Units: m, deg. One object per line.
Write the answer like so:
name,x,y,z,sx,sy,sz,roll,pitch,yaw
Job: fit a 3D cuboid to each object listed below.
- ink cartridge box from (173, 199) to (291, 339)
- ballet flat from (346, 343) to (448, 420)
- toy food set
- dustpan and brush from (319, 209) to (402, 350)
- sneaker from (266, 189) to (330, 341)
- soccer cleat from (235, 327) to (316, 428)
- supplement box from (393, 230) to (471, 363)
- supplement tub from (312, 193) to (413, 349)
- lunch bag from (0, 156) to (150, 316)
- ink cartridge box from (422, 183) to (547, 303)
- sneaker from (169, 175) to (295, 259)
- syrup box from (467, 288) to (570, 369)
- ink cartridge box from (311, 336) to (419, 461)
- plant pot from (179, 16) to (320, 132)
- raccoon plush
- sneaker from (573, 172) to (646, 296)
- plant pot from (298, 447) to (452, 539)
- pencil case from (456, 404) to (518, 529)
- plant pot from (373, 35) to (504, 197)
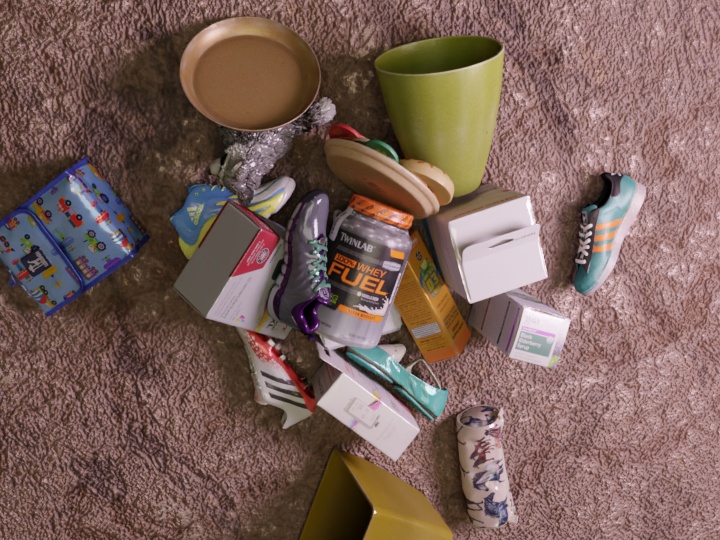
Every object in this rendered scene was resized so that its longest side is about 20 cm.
ink cartridge box,-0.147,0.005,1.174,0.082,0.199,0.147,36,96,30
ballet flat,0.065,0.160,1.316,0.199,0.067,0.071,39,78,-17
toy food set,0.032,-0.141,1.178,0.196,0.200,0.049,32,81,-8
dustpan and brush,-0.015,0.007,1.278,0.137,0.057,0.203,-14,110,-16
sneaker,-0.061,-0.006,1.115,0.087,0.074,0.203,31,117,29
soccer cleat,-0.146,0.160,1.277,0.085,0.069,0.201,-37,108,0
supplement box,0.096,0.042,1.280,0.068,0.067,0.202,-20,107,37
supplement tub,0.000,0.000,1.181,0.121,0.123,0.203,17,98,-12
lunch bag,-0.437,-0.041,1.188,0.199,0.094,0.151,-33,106,12
ink cartridge box,0.183,-0.043,1.217,0.127,0.200,0.127,-18,104,-4
sneaker,-0.197,-0.101,1.209,0.199,0.076,0.106,-36,104,0
syrup box,0.238,0.078,1.251,0.077,0.200,0.083,14,99,-12
ink cartridge box,-0.010,0.198,1.280,0.199,0.117,0.068,39,94,-13
plant pot,-0.155,-0.274,1.155,0.196,0.028,0.203,3,63,-6
raccoon plush,-0.122,-0.179,1.155,0.198,0.135,0.097,-26,137,6
sneaker,0.380,-0.062,1.317,0.079,0.071,0.203,24,92,-9
plant pot,0.029,0.433,1.304,0.174,0.200,0.203,17,99,-23
pencil case,0.210,0.326,1.360,0.088,0.078,0.204,-5,103,13
plant pot,0.124,-0.218,1.198,0.184,0.188,0.203,-13,119,-6
